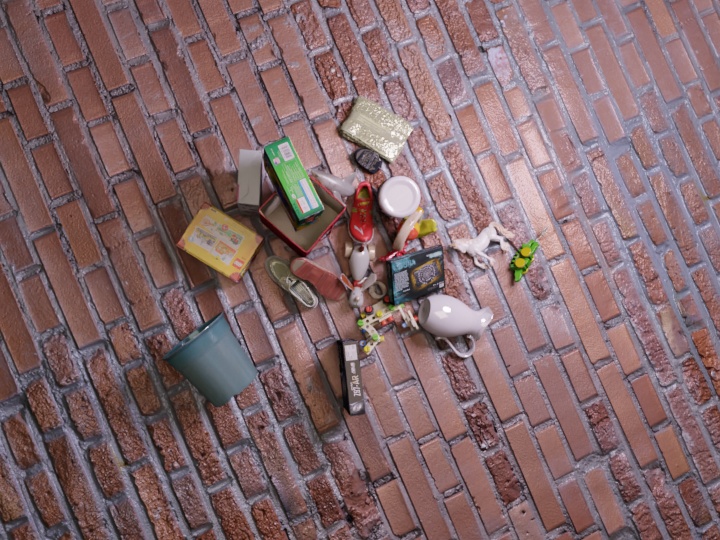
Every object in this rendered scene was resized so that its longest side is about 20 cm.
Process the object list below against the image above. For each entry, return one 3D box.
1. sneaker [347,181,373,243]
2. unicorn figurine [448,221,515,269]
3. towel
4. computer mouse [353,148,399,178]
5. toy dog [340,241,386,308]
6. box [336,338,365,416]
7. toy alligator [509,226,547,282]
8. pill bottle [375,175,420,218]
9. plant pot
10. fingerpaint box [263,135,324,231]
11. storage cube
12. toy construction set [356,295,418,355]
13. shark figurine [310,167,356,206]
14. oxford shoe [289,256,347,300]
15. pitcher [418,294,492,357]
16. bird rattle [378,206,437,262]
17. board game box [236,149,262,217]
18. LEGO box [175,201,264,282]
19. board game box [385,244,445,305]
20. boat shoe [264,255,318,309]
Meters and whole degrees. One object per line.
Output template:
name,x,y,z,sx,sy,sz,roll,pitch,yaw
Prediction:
sneaker,0.003,-0.173,1.625,0.077,0.085,0.201,1,62,-5
unicorn figurine,0.368,-0.075,1.705,0.200,0.074,0.137,-40,82,-23
towel,0.050,-0.434,1.704,0.200,0.036,0.149,29,81,-4
computer mouse,0.067,-0.307,1.701,0.200,0.034,0.059,34,97,-11
toy dog,0.000,0.000,1.624,0.132,0.096,0.201,-17,82,-11
box,-0.028,0.295,1.570,0.043,0.160,0.201,-6,87,-9
toy alligator,0.512,-0.057,1.727,0.054,0.059,0.200,24,80,36
pill bottle,0.103,-0.210,1.602,0.115,0.200,0.116,0,97,-3
plant pot,-0.397,0.251,1.518,0.200,0.200,0.196,-38,98,-9
fingerpaint box,-0.174,-0.212,1.409,0.073,0.167,0.200,-26,90,-11
storage cube,-0.167,-0.155,1.580,0.200,0.180,0.171,41,82,-3
toy construction set,0.074,0.154,1.630,0.200,0.092,0.131,-21,64,-16
shark figurine,-0.038,-0.252,1.589,0.128,0.214,0.090,46,110,14
oxford shoe,-0.122,0.015,1.628,0.200,0.074,0.071,39,95,-24
pitcher,0.270,0.166,1.651,0.199,0.121,0.172,14,97,-17
bird rattle,0.130,-0.108,1.633,0.113,0.163,0.200,39,72,15
board game box,-0.306,-0.237,1.557,0.064,0.200,0.148,3,84,-7
LEGO box,-0.397,-0.078,1.594,0.200,0.077,0.149,32,82,-4
board game box,0.165,0.011,1.627,0.200,0.028,0.136,-16,111,-31
boat shoe,-0.197,0.031,1.619,0.200,0.062,0.072,43,81,-2
